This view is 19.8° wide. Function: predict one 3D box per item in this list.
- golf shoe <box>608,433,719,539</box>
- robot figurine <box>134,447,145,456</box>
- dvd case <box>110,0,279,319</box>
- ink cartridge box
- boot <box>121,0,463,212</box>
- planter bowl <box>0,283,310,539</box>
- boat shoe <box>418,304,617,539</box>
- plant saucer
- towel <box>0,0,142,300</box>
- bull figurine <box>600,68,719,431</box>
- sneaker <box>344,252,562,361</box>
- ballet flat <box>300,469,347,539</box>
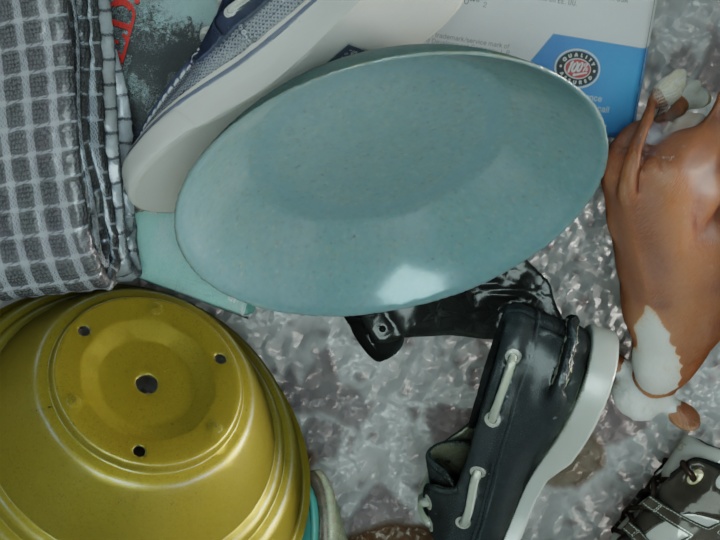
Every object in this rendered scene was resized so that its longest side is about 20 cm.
[{"bbox_3d":[0.158,0.137,1.073,0.198,0.078,0.095,-15,90,-8],"label":"golf shoe"},{"bbox_3d":[-0.148,0.158,1.031,0.199,0.113,0.171,27,99,-8],"label":"robot figurine"},{"bbox_3d":[-0.124,-0.077,1.004,0.198,0.022,0.147,20,98,15],"label":"dvd case"},{"bbox_3d":[0.070,-0.175,0.991,0.145,0.086,0.202,7,98,-14],"label":"ink cartridge box"},{"bbox_3d":[-0.040,-0.113,0.939,0.199,0.073,0.091,-35,58,25],"label":"boot"},{"bbox_3d":[-0.108,0.072,0.975,0.199,0.202,0.084,20,143,-7],"label":"planter bowl"},{"bbox_3d":[0.062,0.100,1.030,0.060,0.076,0.201,21,117,-7],"label":"boat shoe"},{"bbox_3d":[0.012,-0.048,0.933,0.199,0.202,0.039,-12,58,-2],"label":"plant saucer"},{"bbox_3d":[-0.196,-0.083,0.967,0.164,0.086,0.202,-7,93,15],"label":"towel"},{"bbox_3d":[0.160,-0.013,1.015,0.065,0.201,0.122,22,58,25],"label":"bull figurine"},{"bbox_3d":[-0.001,0.000,1.039,0.198,0.060,0.105,-7,96,-6],"label":"sneaker"},{"bbox_3d":[-0.034,0.195,1.079,0.062,0.067,0.202,2,106,-43],"label":"ballet flat"}]
